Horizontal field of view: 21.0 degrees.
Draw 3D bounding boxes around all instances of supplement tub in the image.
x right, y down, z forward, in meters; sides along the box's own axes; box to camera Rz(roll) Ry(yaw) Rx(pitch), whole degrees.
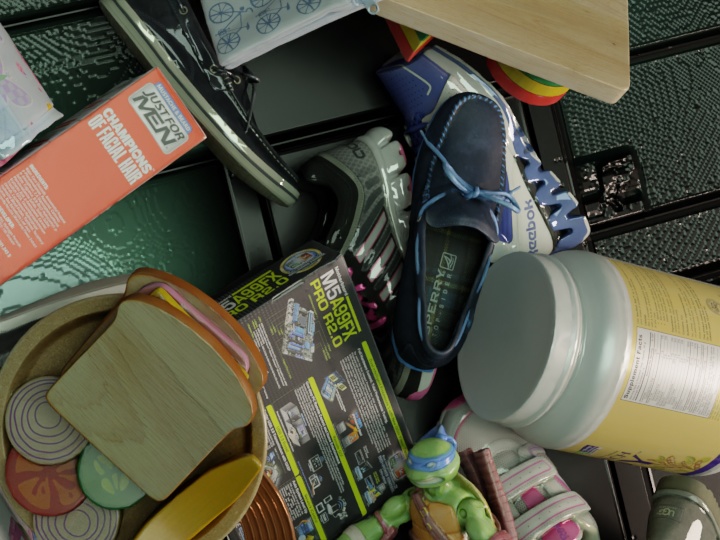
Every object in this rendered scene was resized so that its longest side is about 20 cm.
[{"bbox_3d":[0.186,0.066,1.414,0.199,0.145,0.146,13,85,-28],"label":"supplement tub"}]

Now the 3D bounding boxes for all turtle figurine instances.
[{"bbox_3d":[0.049,0.229,1.352,0.143,0.200,0.194,-15,121,7],"label":"turtle figurine"}]

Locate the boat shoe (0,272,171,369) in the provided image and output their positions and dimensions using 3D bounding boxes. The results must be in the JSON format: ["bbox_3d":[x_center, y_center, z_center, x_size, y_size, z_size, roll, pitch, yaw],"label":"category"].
[{"bbox_3d":[-0.219,0.051,1.328,0.199,0.074,0.061,-18,94,-15],"label":"boat shoe"}]

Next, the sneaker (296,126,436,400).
[{"bbox_3d":[0.000,0.000,1.406,0.087,0.074,0.201,-11,87,-19],"label":"sneaker"}]

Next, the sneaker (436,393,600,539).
[{"bbox_3d":[0.129,0.177,1.436,0.081,0.088,0.200,-35,99,-16],"label":"sneaker"}]

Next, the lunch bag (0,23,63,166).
[{"bbox_3d":[-0.285,-0.133,1.243,0.127,0.200,0.170,-38,101,-16],"label":"lunch bag"}]

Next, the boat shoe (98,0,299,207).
[{"bbox_3d":[-0.102,-0.131,1.373,0.062,0.075,0.200,-39,96,-9],"label":"boat shoe"}]

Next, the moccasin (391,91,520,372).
[{"bbox_3d":[0.074,-0.027,1.354,0.080,0.068,0.201,8,84,-13],"label":"moccasin"}]

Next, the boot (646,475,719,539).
[{"bbox_3d":[0.219,0.275,1.423,0.182,0.072,0.200,56,46,-30],"label":"boot"}]

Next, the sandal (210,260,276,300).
[{"bbox_3d":[-0.118,0.065,1.360,0.200,0.075,0.045,-36,56,-18],"label":"sandal"}]

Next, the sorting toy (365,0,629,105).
[{"bbox_3d":[0.090,-0.215,1.402,0.199,0.070,0.199,19,50,-18],"label":"sorting toy"}]

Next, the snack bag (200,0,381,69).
[{"bbox_3d":[-0.023,-0.236,1.327,0.199,0.189,0.021,-22,137,6],"label":"snack bag"}]

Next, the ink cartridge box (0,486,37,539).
[{"bbox_3d":[-0.279,0.221,1.279,0.144,0.085,0.200,-31,98,3],"label":"ink cartridge box"}]

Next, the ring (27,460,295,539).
[{"bbox_3d":[-0.142,0.187,1.319,0.200,0.019,0.201,3,115,7],"label":"ring"}]

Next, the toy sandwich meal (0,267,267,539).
[{"bbox_3d":[-0.148,0.105,1.239,0.204,0.070,0.206,1,99,5],"label":"toy sandwich meal"}]

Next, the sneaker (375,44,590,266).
[{"bbox_3d":[0.072,-0.062,1.426,0.115,0.081,0.200,-45,104,-17],"label":"sneaker"}]

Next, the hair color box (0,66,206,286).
[{"bbox_3d":[-0.211,-0.054,1.313,0.200,0.111,0.064,-38,101,-15],"label":"hair color box"}]

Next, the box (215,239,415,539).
[{"bbox_3d":[-0.054,0.105,1.358,0.160,0.044,0.201,-33,120,-22],"label":"box"}]
